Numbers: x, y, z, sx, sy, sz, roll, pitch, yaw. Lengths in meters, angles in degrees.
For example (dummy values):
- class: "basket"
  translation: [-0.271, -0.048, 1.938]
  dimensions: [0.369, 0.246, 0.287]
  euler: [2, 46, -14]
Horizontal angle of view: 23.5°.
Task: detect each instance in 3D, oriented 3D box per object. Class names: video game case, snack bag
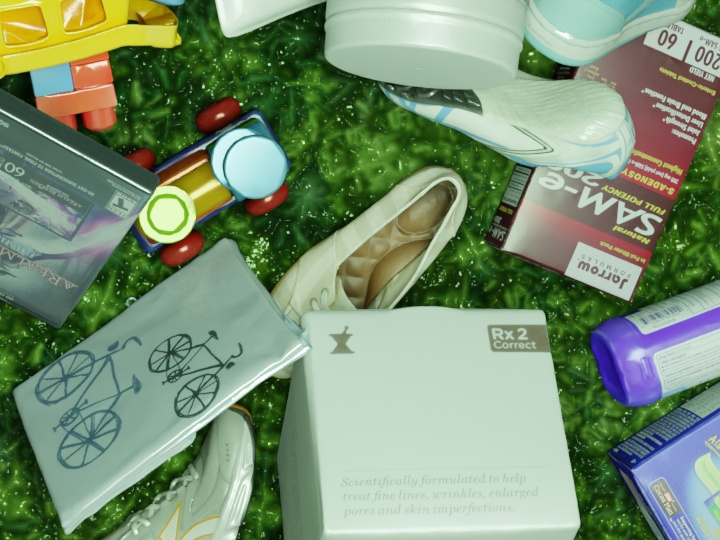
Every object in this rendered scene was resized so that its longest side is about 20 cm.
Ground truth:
- class: "video game case"
  translation: [-0.229, -0.041, 1.138]
  dimensions: [0.143, 0.200, 0.019]
  euler: [29, 52, -11]
- class: "snack bag"
  translation: [-0.137, 0.069, 1.160]
  dimensions: [0.200, 0.189, 0.021]
  euler: [-37, 121, -3]

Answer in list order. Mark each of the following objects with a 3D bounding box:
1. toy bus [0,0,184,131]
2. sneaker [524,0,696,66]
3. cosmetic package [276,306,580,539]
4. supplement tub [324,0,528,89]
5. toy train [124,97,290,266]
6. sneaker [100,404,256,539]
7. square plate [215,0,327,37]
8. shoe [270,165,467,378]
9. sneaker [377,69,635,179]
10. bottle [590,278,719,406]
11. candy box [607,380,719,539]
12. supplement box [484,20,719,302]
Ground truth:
- class: "toy bus"
  translation: [-0.178, -0.192, 1.153]
  dimensions: [0.200, 0.136, 0.192]
  euler: [-16, 113, -9]
- class: "sneaker"
  translation: [0.197, -0.222, 1.150]
  dimensions: [0.080, 0.131, 0.200]
  euler: [40, 48, 12]
- class: "cosmetic package"
  translation: [0.037, 0.145, 1.161]
  dimensions: [0.165, 0.200, 0.165]
  euler: [-1, 56, -8]
- class: "supplement tub"
  translation: [0.049, -0.228, 1.122]
  dimensions: [0.132, 0.132, 0.200]
  euler: [8, 86, -10]
- class: "toy train"
  translation: [-0.139, -0.038, 1.177]
  dimensions: [0.200, 0.116, 0.085]
  euler: [-31, 101, -4]
- class: "sneaker"
  translation: [-0.135, 0.185, 1.231]
  dimensions: [0.092, 0.076, 0.200]
  euler: [18, 93, -7]
- class: "square plate"
  translation: [-0.038, -0.271, 1.135]
  dimensions: [0.200, 0.028, 0.198]
  euler: [-29, 114, -49]
- class: "shoe"
  translation: [0.000, 0.000, 1.236]
  dimensions: [0.070, 0.053, 0.200]
  euler: [44, 89, -12]
- class: "sneaker"
  translation: [0.096, -0.109, 1.196]
  dimensions: [0.072, 0.200, 0.073]
  euler: [-52, 146, -27]
- class: "bottle"
  translation: [0.272, 0.038, 1.271]
  dimensions: [0.200, 0.084, 0.065]
  euler: [-20, 97, -7]
- class: "candy box"
  translation: [0.315, 0.158, 1.296]
  dimensions: [0.200, 0.077, 0.169]
  euler: [-31, 100, -3]
- class: "supplement box"
  translation: [0.180, -0.090, 1.250]
  dimensions: [0.109, 0.061, 0.200]
  euler: [21, 94, -10]
